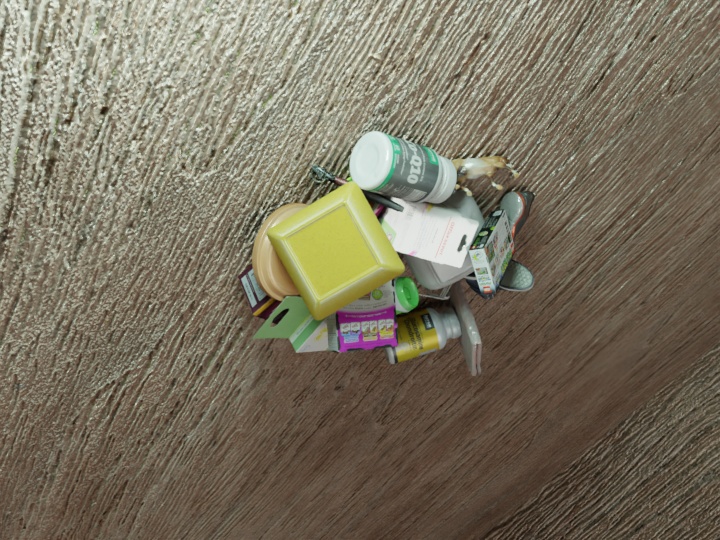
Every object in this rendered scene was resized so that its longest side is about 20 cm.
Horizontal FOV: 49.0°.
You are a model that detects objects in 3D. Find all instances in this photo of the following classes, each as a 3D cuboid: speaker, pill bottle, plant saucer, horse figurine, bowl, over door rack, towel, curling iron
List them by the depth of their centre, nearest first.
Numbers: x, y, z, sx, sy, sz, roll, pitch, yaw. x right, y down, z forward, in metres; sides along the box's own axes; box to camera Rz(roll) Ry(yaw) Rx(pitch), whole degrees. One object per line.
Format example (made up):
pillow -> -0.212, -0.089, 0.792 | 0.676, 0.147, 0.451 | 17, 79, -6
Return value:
plant saucer -> -0.050, -0.036, 1.466 | 0.200, 0.200, 0.048 | -30, 178, 7
curling iron -> -0.008, -0.152, 1.514 | 0.200, 0.050, 0.026 | 24, 113, -13
pill bottle -> 0.086, -0.194, 1.533 | 0.200, 0.113, 0.113 | 9, 133, -42
plant saucer -> -0.128, -0.034, 1.574 | 0.200, 0.032, 0.201 | -18, 115, -43
horse figurine -> 0.234, -0.201, 1.638 | 0.200, 0.133, 0.050 | -13, 124, -6
bowl -> 0.199, -0.057, 1.762 | 0.200, 0.075, 0.200 | -29, 123, -2
speaker -> 0.033, 0.077, 1.830 | 0.200, 0.089, 0.088 | -19, 153, 31
over door rack -> 0.142, 0.000, 1.881 | 0.200, 0.067, 0.148 | 3, 136, -19
towel -> 0.271, 0.147, 2.033 | 0.032, 0.200, 0.191 | -15, 146, -3
pill bottle -> 0.153, 0.161, 2.038 | 0.200, 0.112, 0.112 | -18, 145, -5

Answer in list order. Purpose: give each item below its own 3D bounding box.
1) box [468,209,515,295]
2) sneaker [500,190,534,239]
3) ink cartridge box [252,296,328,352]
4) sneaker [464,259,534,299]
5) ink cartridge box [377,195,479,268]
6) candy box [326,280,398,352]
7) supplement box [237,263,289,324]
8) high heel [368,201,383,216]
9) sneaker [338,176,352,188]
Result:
box -> 0.291, -0.043, 1.729 | 0.035, 0.200, 0.110 | -7, 115, 28
sneaker -> 0.361, -0.109, 1.872 | 0.082, 0.077, 0.200 | -18, 149, -31
ink cartridge box -> -0.107, 0.114, 1.656 | 0.200, 0.048, 0.146 | 0, 140, -48
sneaker -> 0.349, 0.026, 1.963 | 0.146, 0.202, 0.077 | 45, 66, -55
ink cartridge box -> 0.133, -0.088, 1.649 | 0.200, 0.067, 0.117 | 16, 107, -14
candy box -> -0.001, 0.060, 1.604 | 0.136, 0.200, 0.061 | -3, 179, -25
supplement box -> -0.157, 0.057, 1.704 | 0.086, 0.110, 0.200 | -38, 144, 17
high heel -> 0.003, -0.082, 1.658 | 0.096, 0.067, 0.200 | 21, 130, -36
sneaker -> -0.018, -0.096, 1.546 | 0.083, 0.200, 0.074 | 9, 157, 21
